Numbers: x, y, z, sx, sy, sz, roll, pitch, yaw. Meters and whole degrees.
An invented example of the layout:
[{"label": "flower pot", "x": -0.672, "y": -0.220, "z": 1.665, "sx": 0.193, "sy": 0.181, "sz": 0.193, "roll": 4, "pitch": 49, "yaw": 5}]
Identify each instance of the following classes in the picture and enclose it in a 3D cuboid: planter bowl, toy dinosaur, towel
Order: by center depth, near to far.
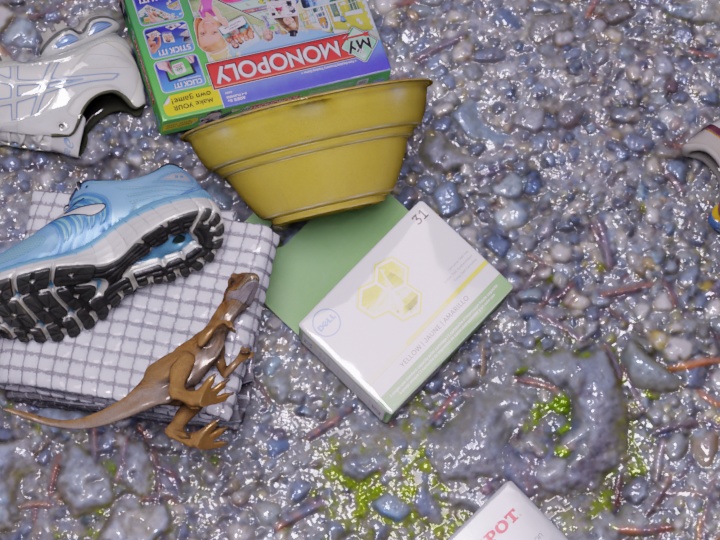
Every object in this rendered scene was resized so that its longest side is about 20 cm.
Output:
[{"label": "toy dinosaur", "x": -0.139, "y": 0.083, "z": 1.070, "sx": 0.199, "sy": 0.061, "sz": 0.106, "roll": -36, "pitch": 44, "yaw": -13}, {"label": "planter bowl", "x": -0.032, "y": -0.083, "z": 1.159, "sx": 0.199, "sy": 0.200, "sz": 0.084, "roll": -14, "pitch": 91, "yaw": -7}, {"label": "towel", "x": -0.167, "y": 0.032, "z": 1.159, "sx": 0.198, "sy": 0.086, "sz": 0.167, "roll": 7, "pitch": 70, "yaw": 8}]

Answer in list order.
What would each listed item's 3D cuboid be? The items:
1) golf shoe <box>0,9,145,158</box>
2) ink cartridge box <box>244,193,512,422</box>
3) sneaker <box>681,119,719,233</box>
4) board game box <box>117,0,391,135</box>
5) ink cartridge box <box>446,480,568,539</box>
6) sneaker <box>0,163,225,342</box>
[{"label": "golf shoe", "x": -0.267, "y": -0.126, "z": 1.217, "sx": 0.199, "sy": 0.078, "sz": 0.098, "roll": -30, "pitch": 81, "yaw": -10}, {"label": "ink cartridge box", "x": 0.000, "y": 0.000, "z": 1.200, "sx": 0.200, "sy": 0.048, "sz": 0.146, "roll": 44, "pitch": 76, "yaw": 8}, {"label": "sneaker", "x": 0.332, "y": -0.033, "z": 1.217, "sx": 0.089, "sy": 0.075, "sz": 0.201, "roll": -22, "pitch": 68, "yaw": -1}, {"label": "board game box", "x": -0.088, "y": -0.198, "z": 1.255, "sx": 0.198, "sy": 0.029, "sz": 0.135, "roll": -15, "pitch": 72, "yaw": -17}, {"label": "ink cartridge box", "x": 0.121, "y": 0.276, "z": 1.094, "sx": 0.144, "sy": 0.085, "sz": 0.200, "roll": -42, "pitch": 77, "yaw": -14}, {"label": "sneaker", "x": -0.201, "y": -0.017, "z": 1.109, "sx": 0.199, "sy": 0.079, "sz": 0.090, "roll": -22, "pitch": 49, "yaw": -8}]
